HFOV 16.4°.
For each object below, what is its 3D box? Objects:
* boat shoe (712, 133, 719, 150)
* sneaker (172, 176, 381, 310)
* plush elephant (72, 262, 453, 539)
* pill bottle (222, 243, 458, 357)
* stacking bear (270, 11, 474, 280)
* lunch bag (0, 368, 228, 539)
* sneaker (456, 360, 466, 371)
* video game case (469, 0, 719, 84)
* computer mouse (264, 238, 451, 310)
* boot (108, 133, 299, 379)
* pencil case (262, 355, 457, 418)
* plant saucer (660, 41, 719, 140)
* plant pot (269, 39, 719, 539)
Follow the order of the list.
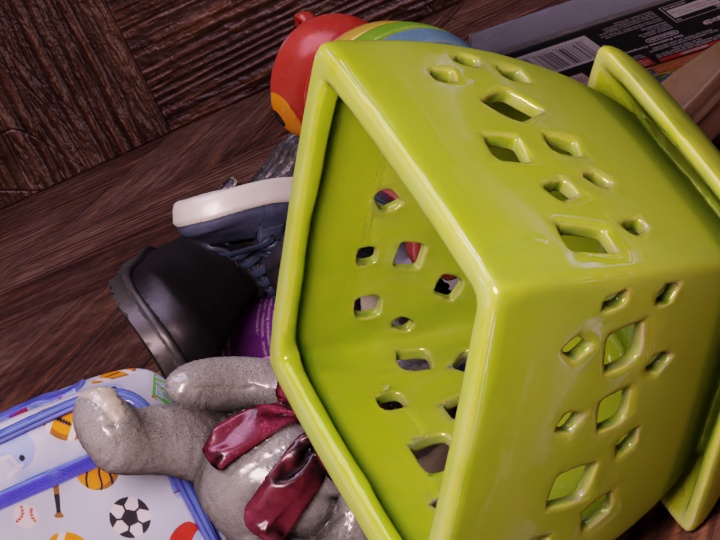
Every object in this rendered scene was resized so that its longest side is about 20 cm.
[{"bbox_3d":[0.209,-0.031,1.409,0.071,0.063,0.200,-8,-30,-38],"label":"boat shoe"},{"bbox_3d":[-0.037,-0.004,1.469,0.075,0.085,0.200,-10,-10,33],"label":"sneaker"},{"bbox_3d":[-0.017,0.087,1.323,0.200,0.165,0.155,-4,-37,-50],"label":"plush elephant"},{"bbox_3d":[-0.013,0.044,1.640,0.200,0.113,0.112,-15,16,46],"label":"pill bottle"},{"bbox_3d":[0.013,-0.096,1.458,0.114,0.122,0.200,-41,33,-9],"label":"stacking bear"},{"bbox_3d":[-0.177,0.148,1.416,0.199,0.161,0.076,-23,11,13],"label":"lunch bag"},{"bbox_3d":[0.144,0.036,1.382,0.199,0.088,0.075,-25,9,4],"label":"sneaker"},{"bbox_3d":[0.202,-0.140,1.630,0.199,0.026,0.181,-16,-27,32],"label":"video game case"},{"bbox_3d":[0.000,0.000,1.415,0.059,0.034,0.200,-33,-18,15],"label":"computer mouse"},{"bbox_3d":[-0.074,-0.010,1.570,0.158,0.080,0.211,-32,17,6],"label":"boot"},{"bbox_3d":[-0.018,0.092,1.514,0.200,0.094,0.091,-20,-32,33],"label":"pencil case"},{"bbox_3d":[0.146,-0.057,1.403,0.200,0.029,0.200,-43,4,3],"label":"plant saucer"},{"bbox_3d":[0.082,0.017,1.160,0.181,0.201,0.199,-8,40,-24],"label":"plant pot"}]
